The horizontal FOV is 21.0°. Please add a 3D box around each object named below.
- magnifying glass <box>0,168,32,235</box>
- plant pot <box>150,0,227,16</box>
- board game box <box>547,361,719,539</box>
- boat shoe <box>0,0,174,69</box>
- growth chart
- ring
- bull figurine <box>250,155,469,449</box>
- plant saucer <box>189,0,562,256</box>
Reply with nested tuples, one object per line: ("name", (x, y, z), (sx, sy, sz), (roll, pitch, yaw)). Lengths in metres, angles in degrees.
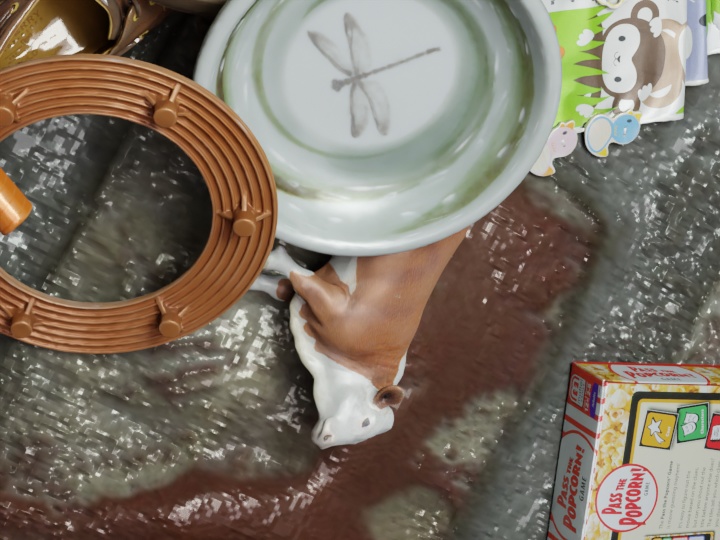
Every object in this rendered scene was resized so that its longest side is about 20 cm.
("magnifying glass", (-0.232, -0.099, 0.948), (0.022, 0.080, 0.200), (-36, 107, 15))
("plant pot", (-0.065, -0.239, 0.993), (0.199, 0.092, 0.203), (4, 82, -28))
("board game box", (0.223, 0.139, 1.262), (0.198, 0.046, 0.153), (3, 102, -23))
("boat shoe", (-0.136, -0.146, 1.033), (0.200, 0.067, 0.072), (-42, 114, -9))
("growth chart", (0.153, -0.143, 1.182), (0.198, 0.018, 0.146), (-21, 110, -16))
("ring", (-0.142, -0.027, 1.031), (0.198, 0.019, 0.202), (-2, 130, -2))
("bull figurine", (0.000, 0.000, 1.125), (0.121, 0.065, 0.201), (30, 85, -19))
("plant saucer", (0.007, -0.102, 1.036), (0.198, 0.050, 0.202), (-5, 128, -6))
